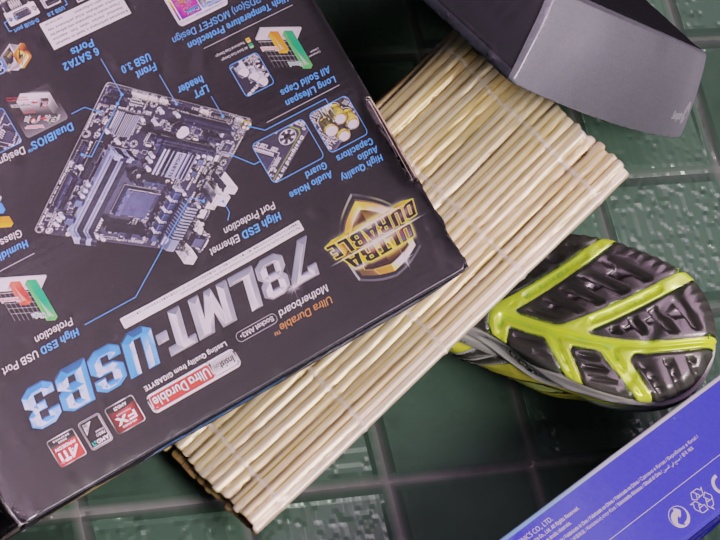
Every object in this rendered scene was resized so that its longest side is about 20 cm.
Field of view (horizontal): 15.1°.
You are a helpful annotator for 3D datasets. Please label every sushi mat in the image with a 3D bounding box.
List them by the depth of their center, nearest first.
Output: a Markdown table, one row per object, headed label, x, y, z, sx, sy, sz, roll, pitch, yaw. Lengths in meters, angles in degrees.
| label | x | y | z | sx | sy | sz | roll | pitch | yaw |
| --- | --- | --- | --- | --- | --- | --- | --- | --- | --- |
| sushi mat | 0.000 | 0.000 | 1.021 | 0.200 | 0.012 | 0.096 | -43 | 70 | -9 |

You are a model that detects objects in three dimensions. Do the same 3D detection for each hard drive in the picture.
| label | x | y | z | sx | sy | sz | roll | pitch | yaw |
| --- | --- | --- | --- | --- | --- | --- | --- | --- | --- |
| hard drive | 0.064 | -0.113 | 1.060 | 0.135 | 0.042 | 0.200 | 45 | 14 | 20 |

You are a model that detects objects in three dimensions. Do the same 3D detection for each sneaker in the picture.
| label | x | y | z | sx | sy | sz | roll | pitch | yaw |
| --- | --- | --- | --- | --- | --- | --- | --- | --- | --- |
| sneaker | 0.042 | 0.007 | 1.061 | 0.200 | 0.076 | 0.076 | 28 | 77 | 15 |

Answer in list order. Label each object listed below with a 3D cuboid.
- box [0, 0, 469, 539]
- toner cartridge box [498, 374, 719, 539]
| label | x | y | z | sx | sy | sz | roll | pitch | yaw |
| --- | --- | --- | --- | --- | --- | --- | --- | --- | --- |
| box | -0.092 | -0.038 | 0.938 | 0.200 | 0.050 | 0.199 | -30 | 89 | -27 |
| toner cartridge box | 0.075 | 0.111 | 1.002 | 0.200 | 0.095 | 0.043 | -33 | 79 | -32 |
